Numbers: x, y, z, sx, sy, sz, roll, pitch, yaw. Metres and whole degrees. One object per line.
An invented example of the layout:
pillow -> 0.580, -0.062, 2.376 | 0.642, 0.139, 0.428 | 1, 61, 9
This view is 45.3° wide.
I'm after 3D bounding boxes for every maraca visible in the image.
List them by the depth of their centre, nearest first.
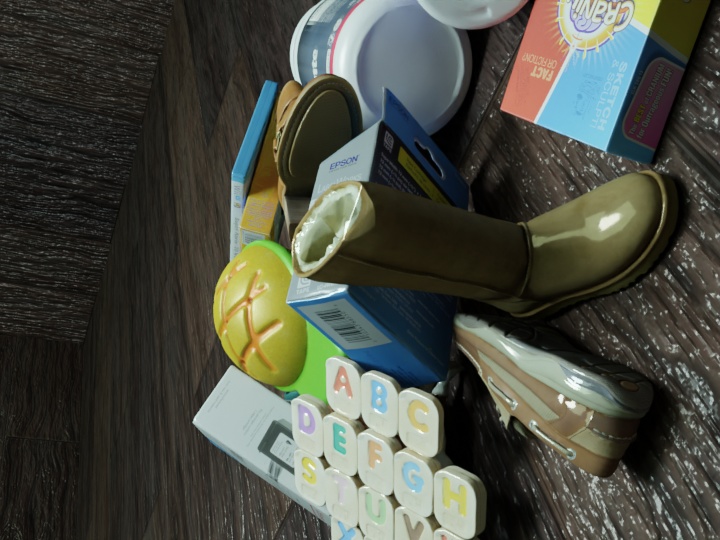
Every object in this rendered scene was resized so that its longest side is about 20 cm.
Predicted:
maraca -> -0.070, 0.051, 0.800 | 0.199, 0.106, 0.139 | 36, 128, 46

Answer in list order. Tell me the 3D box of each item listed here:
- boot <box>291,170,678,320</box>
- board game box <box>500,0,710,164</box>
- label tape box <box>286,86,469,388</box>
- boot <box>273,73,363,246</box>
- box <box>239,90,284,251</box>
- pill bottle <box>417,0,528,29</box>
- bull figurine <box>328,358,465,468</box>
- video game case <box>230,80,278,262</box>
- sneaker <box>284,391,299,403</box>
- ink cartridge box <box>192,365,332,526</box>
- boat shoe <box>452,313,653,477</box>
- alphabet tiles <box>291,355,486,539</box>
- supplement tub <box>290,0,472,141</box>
boot -> 0.079, -0.024, 0.562 | 0.175, 0.198, 0.067 | -45, 42, 46
board game box -> 0.179, -0.192, 0.605 | 0.153, 0.040, 0.203 | -134, 57, -62
label tape box -> 0.023, -0.026, 0.712 | 0.065, 0.143, 0.202 | -15, 49, 33
boot -> -0.052, -0.135, 0.819 | 0.201, 0.073, 0.156 | 107, 160, -45
box -> -0.099, -0.112, 1.016 | 0.119, 0.041, 0.203 | 105, 176, -68
pill bottle -> 0.088, -0.283, 0.734 | 0.201, 0.111, 0.113 | -89, 19, -62
bull figurine -> 0.034, 0.120, 0.756 | 0.199, 0.065, 0.122 | 32, 92, 47
video game case -> -0.128, -0.105, 1.030 | 0.201, 0.018, 0.145 | 104, 180, -57
sneaker -> -0.051, 0.163, 0.941 | 0.071, 0.079, 0.203 | 172, 106, -65
ink cartridge box -> -0.057, 0.185, 0.840 | 0.067, 0.198, 0.116 | -55, -13, -18
boat shoe -> 0.117, 0.080, 0.601 | 0.200, 0.075, 0.073 | -146, 67, -67
alphabet tiles -> 0.015, 0.174, 0.689 | 0.198, 0.014, 0.199 | 18, 117, 41
supplement tub -> 0.013, -0.212, 0.873 | 0.200, 0.138, 0.142 | -142, 64, -64
